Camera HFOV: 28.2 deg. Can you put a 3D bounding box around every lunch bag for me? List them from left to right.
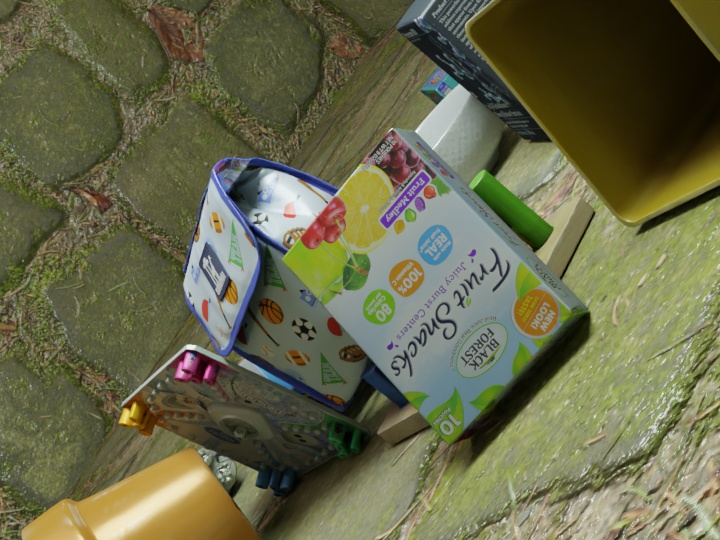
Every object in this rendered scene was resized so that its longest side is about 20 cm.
[{"bbox_3d":[-0.064,0.007,1.290,0.124,0.198,0.171,-55,-8,-43],"label":"lunch bag"}]

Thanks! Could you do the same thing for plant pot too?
[{"bbox_3d":[-0.199,0.278,1.402,0.182,0.201,0.200,-37,8,-9],"label":"plant pot"},{"bbox_3d":[0.232,-0.184,1.038,0.176,0.200,0.200,-43,5,-27],"label":"plant pot"}]

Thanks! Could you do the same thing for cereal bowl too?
[{"bbox_3d":[0.106,-0.132,1.707,0.201,0.083,0.200,-51,10,12],"label":"cereal bowl"}]

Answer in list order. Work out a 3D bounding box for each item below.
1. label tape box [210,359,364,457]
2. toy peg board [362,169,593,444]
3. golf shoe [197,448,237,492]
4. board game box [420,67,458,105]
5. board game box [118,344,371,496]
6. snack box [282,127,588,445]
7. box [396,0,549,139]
[{"bbox_3d":[-0.067,0.113,1.495,0.142,0.067,0.200,-15,-20,-41],"label":"label tape box"},{"bbox_3d":[0.078,0.022,1.244,0.201,0.098,0.199,-58,11,-32],"label":"toy peg board"},{"bbox_3d":[-0.218,0.308,1.731,0.200,0.078,0.097,-48,-8,-10],"label":"golf shoe"},{"bbox_3d":[0.181,-0.347,2.242,0.201,0.045,0.152,-52,10,2],"label":"board game box"},{"bbox_3d":[-0.118,0.153,1.402,0.200,0.198,0.026,-38,30,55],"label":"board game box"},{"bbox_3d":[0.054,0.010,1.096,0.142,0.200,0.053,-48,-17,18],"label":"snack box"},{"bbox_3d":[0.154,-0.241,1.526,0.107,0.199,0.148,-51,9,-1],"label":"box"}]
